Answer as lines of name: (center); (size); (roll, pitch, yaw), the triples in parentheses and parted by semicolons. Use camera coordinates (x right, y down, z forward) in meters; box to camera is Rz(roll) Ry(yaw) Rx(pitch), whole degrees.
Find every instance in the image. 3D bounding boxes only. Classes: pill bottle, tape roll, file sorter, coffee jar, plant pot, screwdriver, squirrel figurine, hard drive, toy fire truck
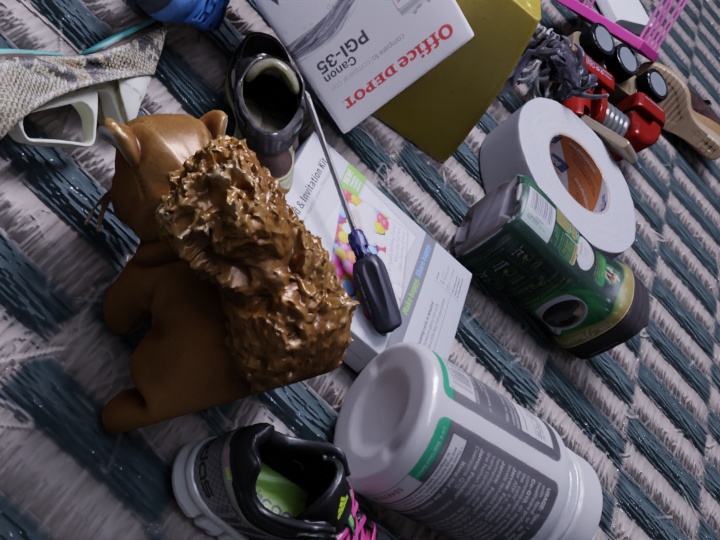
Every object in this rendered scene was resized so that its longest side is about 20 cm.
pill bottle: (0.085, 0.147, 0.647); (0.198, 0.112, 0.115); (33, 45, -26)
tape roll: (0.228, -0.095, 0.984); (0.197, 0.066, 0.204); (23, 50, -31)
file sorter: (0.383, -0.396, 1.217); (0.138, 0.127, 0.199); (36, 21, 16)
coffee jar: (0.194, 0.002, 0.857); (0.199, 0.104, 0.086); (38, 46, -19)
plant pot: (0.076, -0.277, 0.878); (0.198, 0.176, 0.203); (29, 46, -24)
screwdriver: (-0.010, -0.047, 0.683); (0.029, 0.027, 0.204); (76, -6, -80)
squirrel figurine: (-0.089, -0.016, 0.529); (0.139, 0.198, 0.191); (-10, 82, -38)
hard drive: (0.419, -0.497, 1.463); (0.130, 0.026, 0.204); (-7, 69, -45)
toy fire truck: (0.328, -0.198, 1.119); (0.174, 0.128, 0.204); (27, 59, -27)

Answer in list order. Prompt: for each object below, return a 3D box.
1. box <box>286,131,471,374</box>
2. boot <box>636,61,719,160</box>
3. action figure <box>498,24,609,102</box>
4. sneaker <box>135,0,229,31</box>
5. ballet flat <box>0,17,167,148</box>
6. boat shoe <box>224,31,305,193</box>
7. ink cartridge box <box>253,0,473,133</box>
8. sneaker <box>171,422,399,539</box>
box: (0.000, 0.000, 0.725); (0.199, 0.041, 0.157); (40, 43, -14)
boot: (0.514, -0.271, 1.388); (0.200, 0.072, 0.167); (46, 30, -8)
action figure: (0.214, -0.254, 1.051); (0.117, 0.103, 0.202); (9, 40, -45)
sneaker: (-0.132, -0.228, 0.692); (0.079, 0.065, 0.201); (48, 13, -25)
ballet flat: (-0.200, -0.126, 0.605); (0.200, 0.067, 0.077); (-39, 112, -55)
boat shoe: (-0.074, -0.145, 0.710); (0.072, 0.065, 0.203); (9, 44, -19)
ink cartridge box: (-0.015, -0.245, 0.725); (0.201, 0.145, 0.083); (53, 7, -23)
sneaker: (-0.025, 0.164, 0.554); (0.199, 0.087, 0.075); (39, 43, -17)
